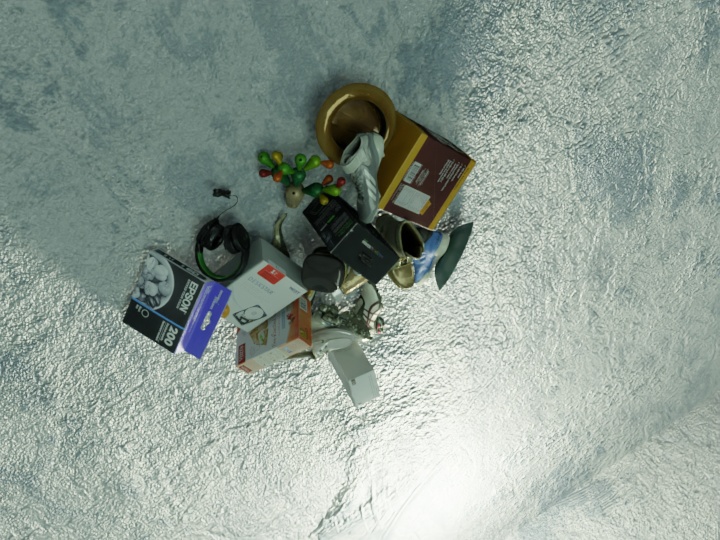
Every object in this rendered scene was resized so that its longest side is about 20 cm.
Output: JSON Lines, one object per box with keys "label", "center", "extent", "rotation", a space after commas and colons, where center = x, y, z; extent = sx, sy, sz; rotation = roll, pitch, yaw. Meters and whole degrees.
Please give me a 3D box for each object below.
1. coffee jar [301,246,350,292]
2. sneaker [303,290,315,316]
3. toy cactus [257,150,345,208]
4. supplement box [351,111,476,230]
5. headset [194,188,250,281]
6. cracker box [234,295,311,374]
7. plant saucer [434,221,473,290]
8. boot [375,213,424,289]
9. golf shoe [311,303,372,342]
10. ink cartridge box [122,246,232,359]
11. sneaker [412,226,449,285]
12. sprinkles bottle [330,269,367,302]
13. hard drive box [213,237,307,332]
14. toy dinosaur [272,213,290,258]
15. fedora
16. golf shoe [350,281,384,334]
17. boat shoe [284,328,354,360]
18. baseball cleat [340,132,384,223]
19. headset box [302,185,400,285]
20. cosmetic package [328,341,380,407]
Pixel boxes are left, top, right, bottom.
{"label": "coffee jar", "center": [-0.081, -0.003, 1.562], "extent": [0.103, 0.200, 0.087], "rotation": [9, 98, 3]}
{"label": "sneaker", "center": [-0.153, 0.098, 1.701], "extent": [0.087, 0.076, 0.201], "rotation": [0, 127, -48]}
{"label": "toy cactus", "center": [-0.138, -0.190, 1.460], "extent": [0.197, 0.103, 0.166], "rotation": [14, 147, -6]}
{"label": "supplement box", "center": [0.127, -0.234, 1.563], "extent": [0.199, 0.133, 0.198], "rotation": [17, 113, -41]}
{"label": "headset", "center": [-0.306, -0.076, 1.444], "extent": [0.094, 0.122, 0.203], "rotation": [-6, 104, -75]}
{"label": "cracker box", "center": [-0.213, 0.153, 1.606], "extent": [0.198, 0.135, 0.058], "rotation": [-27, 137, 23]}
{"label": "plant saucer", "center": [0.240, -0.047, 1.763], "extent": [0.038, 0.201, 0.203], "rotation": [26, 111, -1]}
{"label": "boot", "center": [0.108, -0.035, 1.610], "extent": [0.071, 0.154, 0.202], "rotation": [-23, 107, -16]}
{"label": "golf shoe", "center": [-0.057, 0.153, 1.734], "extent": [0.199, 0.079, 0.097], "rotation": [28, 122, -38]}
{"label": "ink cartridge box", "center": [-0.411, 0.081, 1.472], "extent": [0.198, 0.043, 0.200], "rotation": [29, 110, 2]}
{"label": "sneaker", "center": [0.153, -0.043, 1.768], "extent": [0.110, 0.077, 0.201], "rotation": [22, 144, -4]}
{"label": "sprinkles bottle", "center": [0.000, 0.000, 1.709], "extent": [0.199, 0.068, 0.069], "rotation": [-35, 133, -4]}
{"label": "hard drive box", "center": [-0.250, 0.037, 1.546], "extent": [0.199, 0.077, 0.155], "rotation": [-35, 133, 21]}
{"label": "toy dinosaur", "center": [-0.206, -0.040, 1.581], "extent": [0.087, 0.047, 0.202], "rotation": [-22, 129, -23]}
{"label": "fedora", "center": [-0.018, -0.328, 1.453], "extent": [0.198, 0.082, 0.203], "rotation": [-15, 128, -20]}
{"label": "golf shoe", "center": [0.016, 0.103, 1.790], "extent": [0.087, 0.077, 0.202], "rotation": [-14, 128, -11]}
{"label": "boat shoe", "center": [-0.111, 0.196, 1.663], "extent": [0.197, 0.070, 0.071], "rotation": [-8, 141, -3]}
{"label": "baseball cleat", "center": [-0.003, -0.200, 1.441], "extent": [0.105, 0.069, 0.203], "rotation": [-7, 110, -37]}
{"label": "headset box", "center": [-0.019, -0.079, 1.552], "extent": [0.093, 0.200, 0.174], "rotation": [-46, 133, 8]}
{"label": "cosmetic package", "center": [-0.026, 0.256, 1.788], "extent": [0.080, 0.200, 0.114], "rotation": [-23, 132, -12]}
